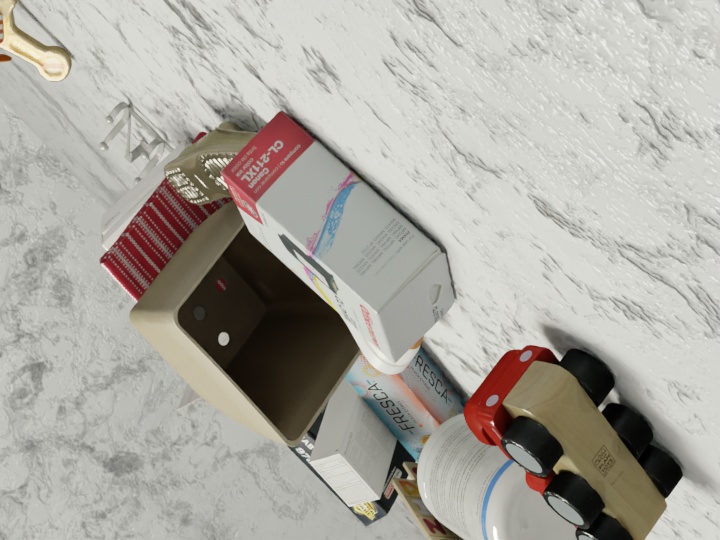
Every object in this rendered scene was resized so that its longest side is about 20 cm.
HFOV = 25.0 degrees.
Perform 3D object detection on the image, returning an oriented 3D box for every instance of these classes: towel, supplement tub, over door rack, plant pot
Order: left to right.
[{"bbox_3d":[-0.270,-0.128,2.138,0.148,0.067,0.200,44,170,8],"label":"over door rack"},{"bbox_3d":[-0.187,-0.037,1.795,0.022,0.201,0.145,4,142,52],"label":"towel"},{"bbox_3d":[-0.125,0.045,1.716,0.200,0.201,0.176,49,152,-24],"label":"plant pot"},{"bbox_3d":[0.152,0.228,1.659,0.132,0.132,0.200,48,170,-21],"label":"supplement tub"}]

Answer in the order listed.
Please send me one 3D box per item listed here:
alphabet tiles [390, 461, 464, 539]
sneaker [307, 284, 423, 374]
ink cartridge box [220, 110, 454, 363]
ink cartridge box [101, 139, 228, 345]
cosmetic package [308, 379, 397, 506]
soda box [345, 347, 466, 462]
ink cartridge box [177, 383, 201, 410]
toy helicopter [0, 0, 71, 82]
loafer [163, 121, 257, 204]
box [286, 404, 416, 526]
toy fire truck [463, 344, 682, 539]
[{"bbox_3d":[0.127,0.277,1.784,0.165,0.006,0.200,10,-154,-32],"label":"alphabet tiles"},{"bbox_3d":[0.000,0.000,1.606,0.201,0.072,0.085,51,138,15],"label":"sneaker"},{"bbox_3d":[-0.018,-0.027,1.452,0.200,0.083,0.146,42,169,20],"label":"ink cartridge box"},{"bbox_3d":[-0.190,-0.027,1.923,0.200,0.147,0.145,48,-178,-17],"label":"ink cartridge box"},{"bbox_3d":[0.004,0.161,1.844,0.050,0.201,0.083,-17,126,32],"label":"cosmetic package"},{"bbox_3d":[0.048,0.129,1.814,0.068,0.064,0.200,-15,127,34],"label":"soda box"},{"bbox_3d":[-0.107,0.102,1.882,0.050,0.199,0.161,57,-167,-15],"label":"ink cartridge box"},{"bbox_3d":[-0.476,-0.304,2.141,0.199,0.133,0.079,30,-157,-13],"label":"toy helicopter"},{"bbox_3d":[-0.128,-0.114,1.617,0.076,0.069,0.199,47,154,-26],"label":"loafer"},{"bbox_3d":[0.002,0.176,1.917,0.159,0.200,0.046,47,131,-11],"label":"box"},{"bbox_3d":[0.153,0.129,1.352,0.176,0.129,0.199,50,159,-27],"label":"toy fire truck"}]
